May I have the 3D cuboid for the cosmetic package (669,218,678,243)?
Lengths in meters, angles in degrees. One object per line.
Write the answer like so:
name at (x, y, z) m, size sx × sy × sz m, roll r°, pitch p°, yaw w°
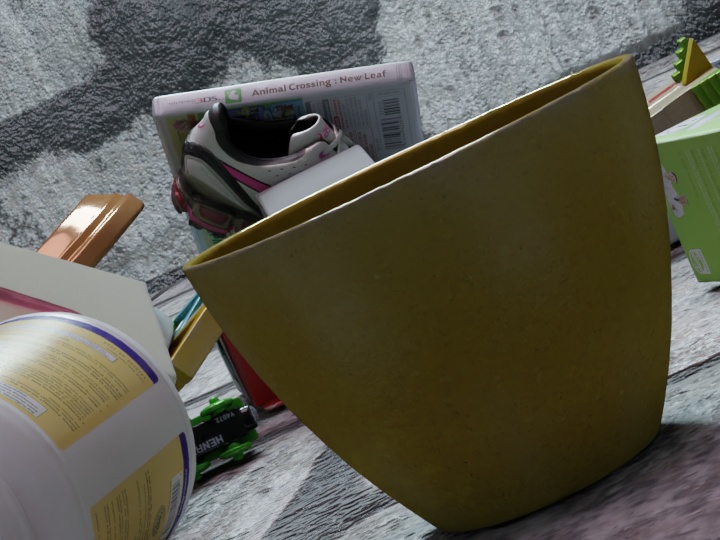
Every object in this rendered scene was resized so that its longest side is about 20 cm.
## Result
cosmetic package at (0.130, -0.018, 1.330) m, size 0.150 × 0.052 × 0.200 m, roll -30°, pitch 6°, yaw -20°

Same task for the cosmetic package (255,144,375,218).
cosmetic package at (0.000, 0.000, 1.256) m, size 0.090 × 0.107 × 0.200 m, roll -26°, pitch 15°, yaw -5°

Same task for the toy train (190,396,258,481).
toy train at (-0.152, 0.132, 1.229) m, size 0.199 × 0.042 × 0.056 m, roll -26°, pitch -6°, yaw -2°

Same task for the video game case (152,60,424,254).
video game case at (-0.042, -0.073, 1.443) m, size 0.181 × 0.022 × 0.200 m, roll -8°, pitch -32°, yaw 3°

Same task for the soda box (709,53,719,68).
soda box at (0.370, -0.185, 1.775) m, size 0.068 × 0.064 × 0.200 m, roll -21°, pitch 7°, yaw 27°

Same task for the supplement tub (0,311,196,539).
supplement tub at (-0.175, 0.110, 0.948) m, size 0.145 × 0.146 × 0.200 m, roll -23°, pitch 5°, yaw 20°

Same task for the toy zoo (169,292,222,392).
toy zoo at (-0.125, 0.055, 1.393) m, size 0.200 × 0.020 × 0.132 m, roll -45°, pitch 12°, yaw 48°

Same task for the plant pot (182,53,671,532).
plant pot at (0.048, 0.019, 0.812) m, size 0.199 × 0.143 × 0.200 m, roll -25°, pitch 5°, yaw 3°

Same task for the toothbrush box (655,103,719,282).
toothbrush box at (0.249, -0.062, 0.984) m, size 0.145 × 0.087 × 0.200 m, roll -26°, pitch 4°, yaw -15°

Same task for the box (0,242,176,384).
box at (-0.221, 0.060, 1.110) m, size 0.128 × 0.199 × 0.109 m, roll -64°, pitch 26°, yaw 21°

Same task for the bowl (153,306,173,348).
bowl at (-0.221, 0.092, 1.391) m, size 0.200 × 0.075 × 0.200 m, roll -48°, pitch 7°, yaw 2°

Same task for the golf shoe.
golf shoe at (-0.024, -0.059, 1.368) m, size 0.199 × 0.073 × 0.092 m, roll 9°, pitch -49°, yaw -16°

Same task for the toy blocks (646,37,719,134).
toy blocks at (0.222, -0.097, 1.535) m, size 0.136 × 0.100 × 0.200 m, roll -36°, pitch 4°, yaw 7°

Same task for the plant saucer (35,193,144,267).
plant saucer at (-0.227, 0.018, 1.377) m, size 0.200 × 0.037 × 0.200 m, roll -47°, pitch 7°, yaw 7°

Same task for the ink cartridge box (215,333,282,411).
ink cartridge box at (-0.043, 0.041, 1.446) m, size 0.116 × 0.068 × 0.200 m, roll -26°, pitch 6°, yaw -8°
